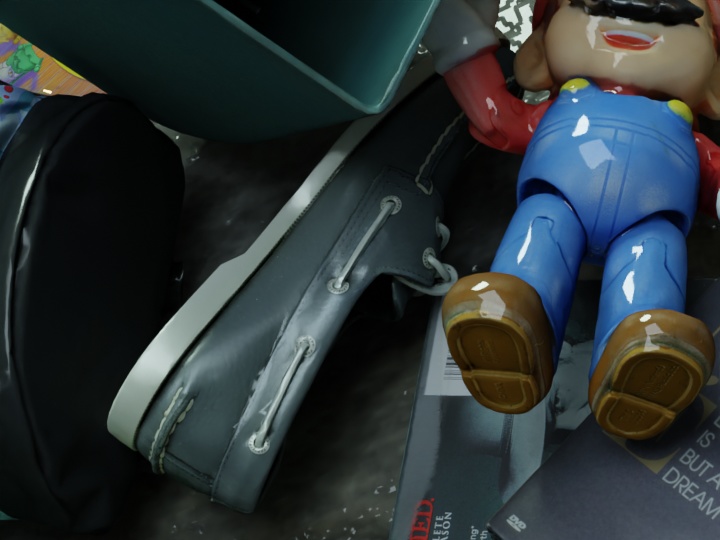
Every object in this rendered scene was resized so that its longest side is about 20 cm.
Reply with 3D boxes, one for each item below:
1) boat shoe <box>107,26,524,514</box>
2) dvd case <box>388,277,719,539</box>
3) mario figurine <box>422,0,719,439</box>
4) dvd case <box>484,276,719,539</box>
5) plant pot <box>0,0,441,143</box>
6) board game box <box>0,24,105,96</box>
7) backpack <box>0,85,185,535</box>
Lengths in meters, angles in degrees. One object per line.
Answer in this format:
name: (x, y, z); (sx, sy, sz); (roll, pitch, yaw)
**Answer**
boat shoe: (0.000, 0.000, 0.871); (0.062, 0.073, 0.200); (38, 69, 13)
dvd case: (0.107, 0.068, 0.811); (0.198, 0.022, 0.147); (-1, 60, 21)
mario figurine: (0.079, -0.053, 0.816); (0.106, 0.123, 0.201); (-34, 32, 41)
dvd case: (0.156, 0.051, 0.780); (0.200, 0.016, 0.149); (-45, 54, -9)
plant pot: (-0.060, -0.130, 0.868); (0.142, 0.141, 0.200); (-63, 18, -18)
board game box: (-0.089, -0.163, 1.019); (0.157, 0.039, 0.201); (-3, 60, 21)
backpack: (-0.181, 0.013, 0.902); (0.199, 0.154, 0.164); (-10, 55, 33)
